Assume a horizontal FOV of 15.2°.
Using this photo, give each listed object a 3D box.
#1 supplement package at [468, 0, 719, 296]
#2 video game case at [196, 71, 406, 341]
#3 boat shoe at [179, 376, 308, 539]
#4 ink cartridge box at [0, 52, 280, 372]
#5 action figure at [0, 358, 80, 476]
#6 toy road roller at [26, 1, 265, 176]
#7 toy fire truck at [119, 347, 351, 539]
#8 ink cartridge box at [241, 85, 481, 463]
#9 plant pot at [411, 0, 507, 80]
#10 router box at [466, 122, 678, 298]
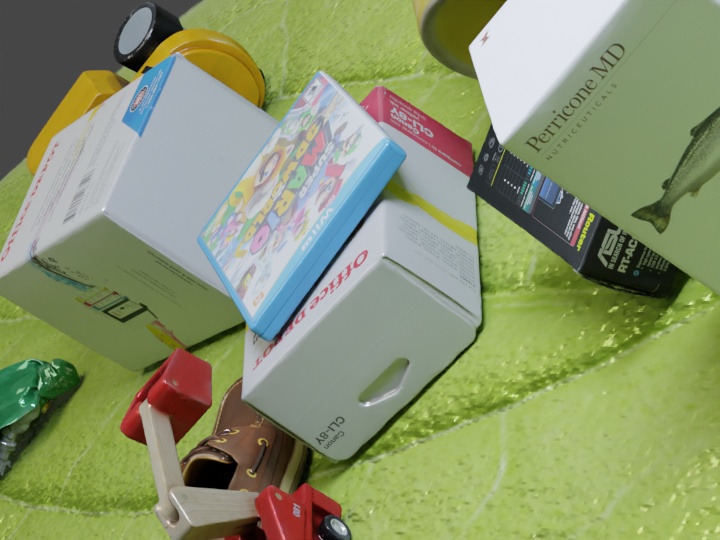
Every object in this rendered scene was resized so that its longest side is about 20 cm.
[{"bbox_3d":[0.167,-0.073,1.281,0.117,0.200,0.117,-50,22,20],"label":"supplement package"},{"bbox_3d":[-0.041,-0.045,1.717,0.143,0.018,0.200,-53,21,6],"label":"video game case"},{"bbox_3d":[-0.079,0.130,1.720,0.072,0.067,0.200,-46,24,28],"label":"boat shoe"},{"bbox_3d":[-0.154,-0.037,2.008,0.200,0.144,0.148,-25,38,54],"label":"ink cartridge box"},{"bbox_3d":[-0.304,0.128,2.234,0.200,0.055,0.118,-35,29,31],"label":"action figure"},{"bbox_3d":[-0.159,-0.102,2.152,0.200,0.123,0.146,-52,32,12],"label":"toy road roller"},{"bbox_3d":[-0.074,0.148,1.582,0.049,0.141,0.200,-46,23,26],"label":"toy fire truck"},{"bbox_3d":[0.000,0.000,1.705,0.145,0.083,0.200,-46,24,26],"label":"ink cartridge box"},{"bbox_3d":[0.098,-0.228,1.683,0.201,0.200,0.189,-34,46,46],"label":"plant pot"},{"bbox_3d":[0.145,-0.104,1.466,0.150,0.062,0.201,43,115,61],"label":"router box"}]
